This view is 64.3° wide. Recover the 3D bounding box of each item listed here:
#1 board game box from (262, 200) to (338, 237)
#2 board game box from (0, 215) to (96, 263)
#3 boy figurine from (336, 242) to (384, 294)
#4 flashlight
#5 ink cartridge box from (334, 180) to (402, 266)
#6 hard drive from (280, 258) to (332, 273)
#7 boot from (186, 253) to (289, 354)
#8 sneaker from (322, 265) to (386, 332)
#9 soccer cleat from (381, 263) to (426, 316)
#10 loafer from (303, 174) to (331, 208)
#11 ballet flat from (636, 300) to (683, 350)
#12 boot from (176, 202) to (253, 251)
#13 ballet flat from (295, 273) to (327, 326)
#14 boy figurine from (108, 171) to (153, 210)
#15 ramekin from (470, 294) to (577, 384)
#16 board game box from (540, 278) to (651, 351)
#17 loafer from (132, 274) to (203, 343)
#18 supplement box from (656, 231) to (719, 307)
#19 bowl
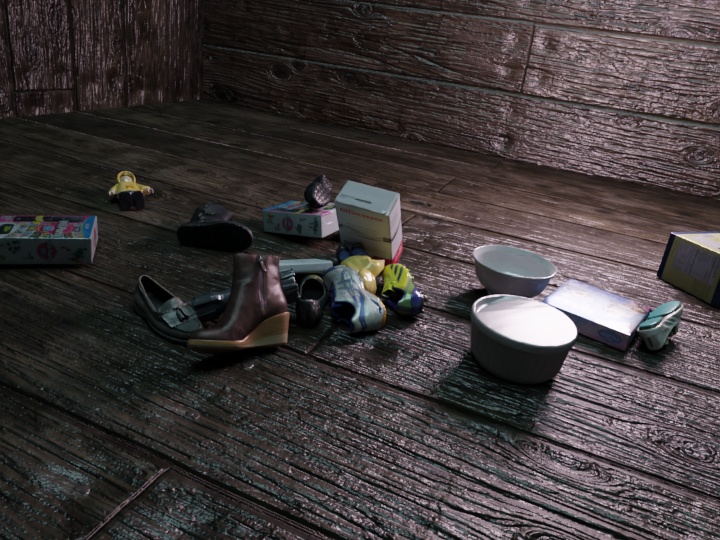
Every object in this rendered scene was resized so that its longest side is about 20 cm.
[{"bbox_3d":[-0.150,-0.146,1.590,0.197,0.066,0.147,6,20,29],"label":"board game box"},{"bbox_3d":[-0.695,-0.070,1.266,0.196,0.065,0.148,0,24,-20],"label":"board game box"},{"bbox_3d":[0.000,0.000,1.314,0.122,0.065,0.201,-11,29,-9],"label":"boy figurine"},{"bbox_3d":[-0.217,0.052,1.104,0.197,0.069,0.068,-17,18,-8],"label":"flashlight"},{"bbox_3d":[0.024,-0.109,1.408,0.143,0.202,0.084,17,53,19],"label":"ink cartridge box"},{"bbox_3d":[-0.177,-0.008,1.300,0.197,0.027,0.131,-3,5,-24],"label":"hard drive"},{"bbox_3d":[-0.217,0.056,1.007,0.198,0.170,0.072,0,-14,-41],"label":"boot"},{"bbox_3d":[-0.033,0.054,1.175,0.087,0.076,0.200,-13,35,-33],"label":"sneaker"},{"bbox_3d":[0.078,0.036,1.275,0.082,0.066,0.201,2,24,-19],"label":"soccer cleat"},{"bbox_3d":[-0.123,-0.209,1.591,0.068,0.070,0.201,49,17,-17],"label":"loafer"},{"bbox_3d":[0.664,0.125,1.261,0.069,0.071,0.198,25,30,36],"label":"ballet flat"},{"bbox_3d":[-0.358,-0.119,1.485,0.196,0.078,0.169,3,26,5],"label":"boot"},{"bbox_3d":[-0.099,0.049,1.200,0.065,0.058,0.201,6,23,-5],"label":"ballet flat"},{"bbox_3d":[-0.674,-0.235,1.681,0.122,0.065,0.200,-6,30,-23],"label":"boy figurine"},{"bbox_3d":[0.300,0.131,1.086,0.198,0.096,0.203,6,24,-3],"label":"ramekin"},{"bbox_3d":[0.537,0.094,1.311,0.198,0.044,0.198,23,29,32],"label":"board game box"},{"bbox_3d":[-0.362,0.070,1.060,0.198,0.064,0.071,24,28,34],"label":"loafer"},{"bbox_3d":[0.977,-0.009,1.570,0.196,0.137,0.200,-3,25,-23],"label":"supplement box"},{"bbox_3d":[0.359,0.017,1.374,0.197,0.092,0.202,7,22,-3],"label":"bowl"}]
